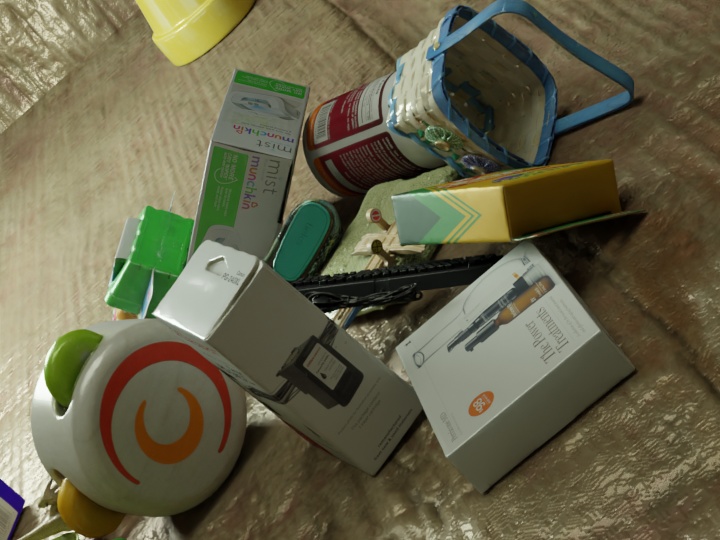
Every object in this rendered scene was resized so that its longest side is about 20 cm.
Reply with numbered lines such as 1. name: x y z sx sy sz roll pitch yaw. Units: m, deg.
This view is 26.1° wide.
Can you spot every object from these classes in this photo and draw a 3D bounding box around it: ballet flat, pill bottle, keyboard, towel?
1. ballet flat: -0.081 0.016 1.631 0.200 0.074 0.074 -53 22 6
2. pill bottle: 0.040 -0.154 1.671 0.200 0.113 0.113 -16 34 45
3. keyboard: 0.022 0.011 1.388 0.199 0.021 0.127 -8 12 16
4. towel: 0.025 -0.027 1.570 0.148 0.037 0.200 -14 36 48

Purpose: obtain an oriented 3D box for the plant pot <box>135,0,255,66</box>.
1. plant pot: -0.318 -0.498 2.759 0.201 0.189 0.201 -35 25 19

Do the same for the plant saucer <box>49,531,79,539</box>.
1. plant saucer: -0.346 0.329 1.505 0.200 0.031 0.200 -35 10 7

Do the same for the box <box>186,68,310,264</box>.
1. box: -0.125 -0.090 1.730 0.177 0.096 0.200 -81 5 -56

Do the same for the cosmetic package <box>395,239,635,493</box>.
1. cosmetic package: 0.116 0.069 1.236 0.151 0.052 0.200 -42 23 7

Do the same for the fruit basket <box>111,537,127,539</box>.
1. fruit basket: -0.227 0.319 1.254 0.215 0.156 0.216 -20 43 20

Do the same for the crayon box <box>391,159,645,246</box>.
1. crayon box: 0.135 -0.059 1.355 0.127 0.051 0.200 -14 7 -33

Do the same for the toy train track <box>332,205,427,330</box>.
1. toy train track: 0.000 0.000 1.486 0.115 0.033 0.200 -2 51 54

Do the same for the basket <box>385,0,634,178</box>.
1. basket: 0.138 -0.173 1.485 0.200 0.176 0.139 -30 41 43

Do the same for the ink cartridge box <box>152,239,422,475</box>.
1. ink cartridge box: -0.064 0.072 1.318 0.083 0.200 0.145 -53 24 -10

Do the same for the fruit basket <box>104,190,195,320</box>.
1. fruit basket: -0.258 0.032 1.797 0.186 0.094 0.200 -83 19 -49

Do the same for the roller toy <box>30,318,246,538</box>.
1. roller toy: -0.213 0.140 1.477 0.182 0.201 0.140 -16 7 -34

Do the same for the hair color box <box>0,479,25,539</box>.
1. hair color box: -0.478 0.317 1.748 0.200 0.065 0.109 -32 25 27

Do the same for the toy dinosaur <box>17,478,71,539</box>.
1. toy dinosaur: -0.291 0.243 1.552 0.200 0.058 0.101 -32 -12 -21
